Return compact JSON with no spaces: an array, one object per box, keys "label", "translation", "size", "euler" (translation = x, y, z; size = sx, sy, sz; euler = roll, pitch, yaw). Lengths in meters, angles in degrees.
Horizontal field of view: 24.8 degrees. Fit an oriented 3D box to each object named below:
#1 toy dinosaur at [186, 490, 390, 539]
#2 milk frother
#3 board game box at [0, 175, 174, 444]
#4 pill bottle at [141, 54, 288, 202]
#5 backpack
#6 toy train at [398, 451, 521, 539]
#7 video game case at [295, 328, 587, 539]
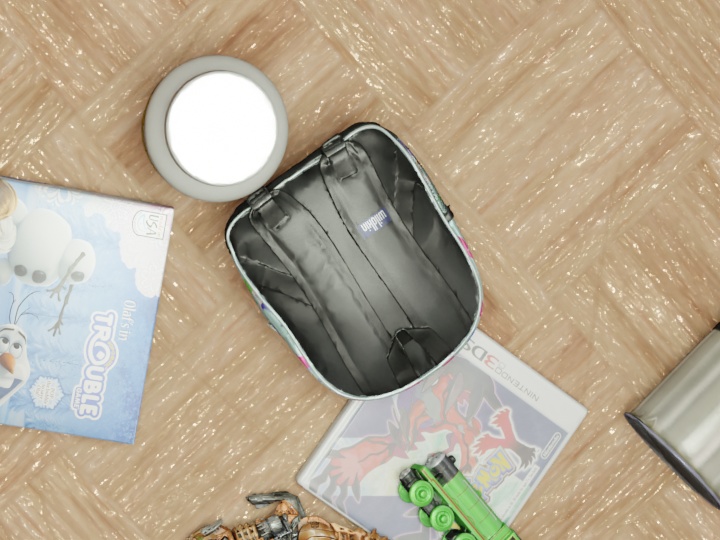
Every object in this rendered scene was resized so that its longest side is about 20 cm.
[{"label":"toy dinosaur","translation":[-0.046,0.255,1.387],"size":[0.198,0.102,0.137],"euler":[-4,79,16]},{"label":"milk frother","translation":[0.362,0.126,1.381],"size":[0.188,0.200,0.180],"euler":[-46,104,-2]},{"label":"board game box","translation":[-0.267,0.029,1.355],"size":[0.197,0.043,0.202],"euler":[9,93,-11]},{"label":"pill bottle","translation":[-0.115,-0.111,1.286],"size":[0.112,0.200,0.114],"euler":[-1,95,-8]},{"label":"backpack","translation":[0.000,0.000,1.338],"size":[0.177,0.151,0.201],"euler":[-35,92,-1]},{"label":"toy train","translation":[0.108,0.238,1.411],"size":[0.056,0.042,0.200],"euler":[-41,100,-14]},{"label":"video game case","translation":[0.072,0.152,1.427],"size":[0.182,0.023,0.201],"euler":[35,89,-10]}]
